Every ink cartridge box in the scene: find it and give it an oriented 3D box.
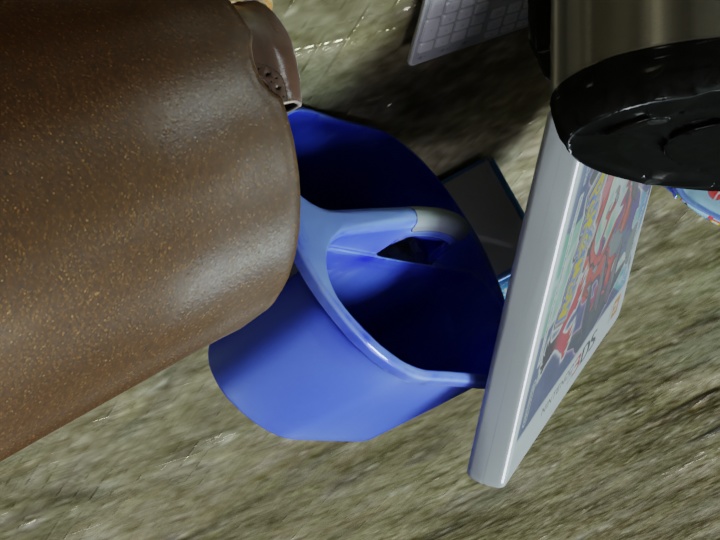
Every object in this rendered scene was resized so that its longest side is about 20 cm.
[{"bbox_3d":[0.053,0.018,1.304,0.116,0.068,0.200,-28,162,3],"label":"ink cartridge box"}]

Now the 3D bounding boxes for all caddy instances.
[{"bbox_3d":[0.000,0.000,1.075,0.105,0.142,0.200,-32,162,23],"label":"caddy"}]

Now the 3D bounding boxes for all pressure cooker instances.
[{"bbox_3d":[0.157,-0.139,0.863,0.178,0.200,0.176,4,170,-16],"label":"pressure cooker"}]

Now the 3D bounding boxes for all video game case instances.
[{"bbox_3d":[0.109,-0.022,1.095,0.182,0.023,0.200,-48,153,-54],"label":"video game case"}]

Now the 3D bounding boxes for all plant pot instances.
[{"bbox_3d":[-0.141,-0.019,0.784,0.198,0.200,0.200,-24,163,-37],"label":"plant pot"}]

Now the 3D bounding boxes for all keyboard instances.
[{"bbox_3d":[0.113,-0.141,1.062,0.200,0.011,0.056,-21,160,-21],"label":"keyboard"}]

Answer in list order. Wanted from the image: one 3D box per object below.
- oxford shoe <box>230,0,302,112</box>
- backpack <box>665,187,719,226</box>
[{"bbox_3d":[-0.097,-0.040,0.941,0.071,0.073,0.200,-8,154,-45],"label":"oxford shoe"},{"bbox_3d":[0.221,-0.067,1.065,0.135,0.182,0.200,-59,-176,8],"label":"backpack"}]
